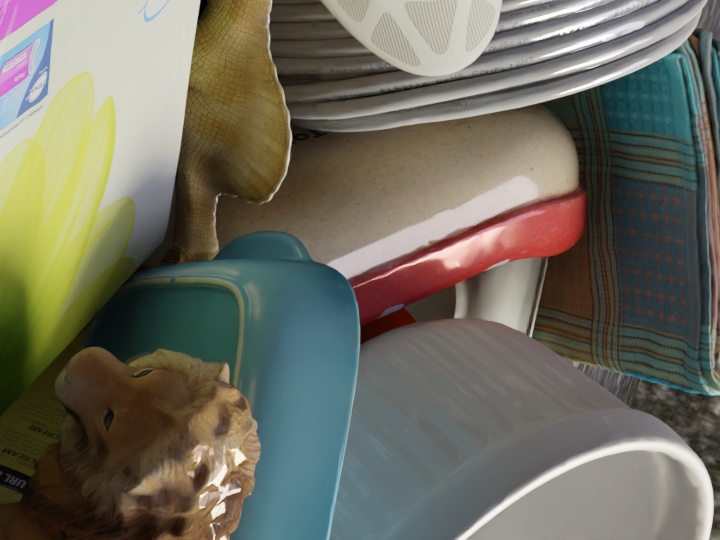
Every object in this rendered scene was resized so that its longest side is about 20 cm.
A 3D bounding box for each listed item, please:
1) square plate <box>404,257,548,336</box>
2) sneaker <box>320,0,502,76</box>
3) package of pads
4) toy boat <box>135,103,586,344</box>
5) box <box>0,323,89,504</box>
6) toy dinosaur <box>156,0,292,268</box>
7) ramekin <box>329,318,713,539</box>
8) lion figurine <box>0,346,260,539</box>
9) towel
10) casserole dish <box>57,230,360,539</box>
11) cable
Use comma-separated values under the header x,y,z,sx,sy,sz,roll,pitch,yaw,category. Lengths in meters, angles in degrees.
x,y,z,sx,sy,sz,roll,pitch,yaw,category
0.013,0.003,1.064,0.028,0.200,0.199,-15,137,-25,square plate
0.009,-0.103,0.673,0.201,0.075,0.116,65,7,-51,sneaker
-0.105,-0.061,0.657,0.155,0.068,0.201,-51,158,-52,package of pads
0.000,0.000,0.898,0.199,0.130,0.132,-23,122,-28,toy boat
-0.103,0.067,0.894,0.200,0.050,0.076,-49,154,-59,box
-0.050,-0.074,0.760,0.058,0.101,0.201,-16,140,-32,toy dinosaur
0.029,0.113,0.860,0.199,0.105,0.201,-28,141,-25,ramekin
-0.096,0.118,0.644,0.072,0.122,0.201,26,73,-37,lion figurine
0.091,-0.029,0.947,0.022,0.200,0.148,-12,101,-28,towel
-0.062,0.079,0.715,0.039,0.121,0.201,21,74,-40,casserole dish
0.038,-0.116,0.879,0.200,0.199,0.070,-45,128,-56,cable
